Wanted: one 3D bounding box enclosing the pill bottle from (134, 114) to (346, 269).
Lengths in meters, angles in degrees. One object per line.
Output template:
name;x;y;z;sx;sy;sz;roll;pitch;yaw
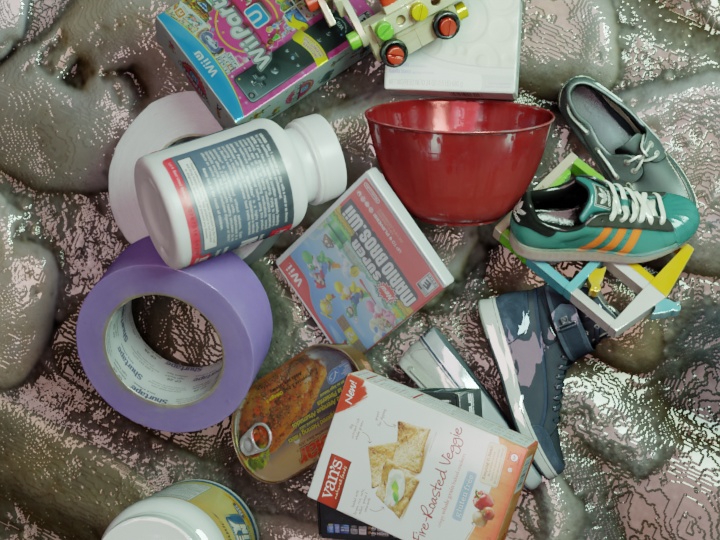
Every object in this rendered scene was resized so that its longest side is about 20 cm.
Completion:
pill bottle;-0.120;-0.088;1.479;0.198;0.119;0.121;-20;86;-20

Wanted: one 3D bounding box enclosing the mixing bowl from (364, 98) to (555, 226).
mixing bowl;0.100;-0.110;1.499;0.197;0.200;0.110;4;106;9

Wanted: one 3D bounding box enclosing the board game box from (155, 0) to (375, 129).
board game box;-0.098;-0.255;1.550;0.199;0.064;0.148;-36;83;-15

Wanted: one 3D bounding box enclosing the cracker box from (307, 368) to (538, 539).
cracker box;0.060;0.198;1.436;0.198;0.058;0.136;21;98;18

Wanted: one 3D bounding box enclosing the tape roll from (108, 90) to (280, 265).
tape roll;-0.175;-0.095;1.598;0.197;0.066;0.203;0;89;9

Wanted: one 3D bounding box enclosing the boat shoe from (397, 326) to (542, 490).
boat shoe;0.107;0.165;1.546;0.086;0.075;0.203;-39;81;8

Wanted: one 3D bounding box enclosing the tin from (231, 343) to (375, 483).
tin;-0.059;0.154;1.554;0.199;0.042;0.113;-33;68;33

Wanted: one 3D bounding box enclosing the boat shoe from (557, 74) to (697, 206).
boat shoe;0.281;-0.124;1.522;0.073;0.062;0.201;-40;85;5

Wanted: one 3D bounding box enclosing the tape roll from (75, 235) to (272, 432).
tape roll;-0.199;0.067;1.554;0.197;0.085;0.202;6;117;11

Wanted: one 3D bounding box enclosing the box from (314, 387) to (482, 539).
box;0.040;0.206;1.530;0.198;0.043;0.163;-3;90;38

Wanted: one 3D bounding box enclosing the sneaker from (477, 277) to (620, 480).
sneaker;0.221;0.108;1.526;0.144;0.077;0.205;-18;89;8

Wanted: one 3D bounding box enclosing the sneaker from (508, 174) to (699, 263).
sneaker;0.251;-0.055;1.461;0.197;0.080;0.072;-6;59;-3

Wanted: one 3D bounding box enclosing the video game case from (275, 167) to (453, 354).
video game case;0.000;0.000;1.532;0.144;0.017;0.200;55;137;6

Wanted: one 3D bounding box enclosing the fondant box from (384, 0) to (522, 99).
fondant box;0.102;-0.289;1.555;0.142;0.058;0.203;3;89;10

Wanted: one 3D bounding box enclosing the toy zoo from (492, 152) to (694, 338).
toy zoo;0.253;-0.019;1.502;0.200;0.021;0.131;40;69;18

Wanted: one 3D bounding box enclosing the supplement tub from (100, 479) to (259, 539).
supplement tub;-0.195;0.306;1.533;0.143;0.200;0.147;0;90;9

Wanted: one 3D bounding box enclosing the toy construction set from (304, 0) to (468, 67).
toy construction set;0.040;-0.291;1.485;0.198;0.092;0.132;-22;116;12
